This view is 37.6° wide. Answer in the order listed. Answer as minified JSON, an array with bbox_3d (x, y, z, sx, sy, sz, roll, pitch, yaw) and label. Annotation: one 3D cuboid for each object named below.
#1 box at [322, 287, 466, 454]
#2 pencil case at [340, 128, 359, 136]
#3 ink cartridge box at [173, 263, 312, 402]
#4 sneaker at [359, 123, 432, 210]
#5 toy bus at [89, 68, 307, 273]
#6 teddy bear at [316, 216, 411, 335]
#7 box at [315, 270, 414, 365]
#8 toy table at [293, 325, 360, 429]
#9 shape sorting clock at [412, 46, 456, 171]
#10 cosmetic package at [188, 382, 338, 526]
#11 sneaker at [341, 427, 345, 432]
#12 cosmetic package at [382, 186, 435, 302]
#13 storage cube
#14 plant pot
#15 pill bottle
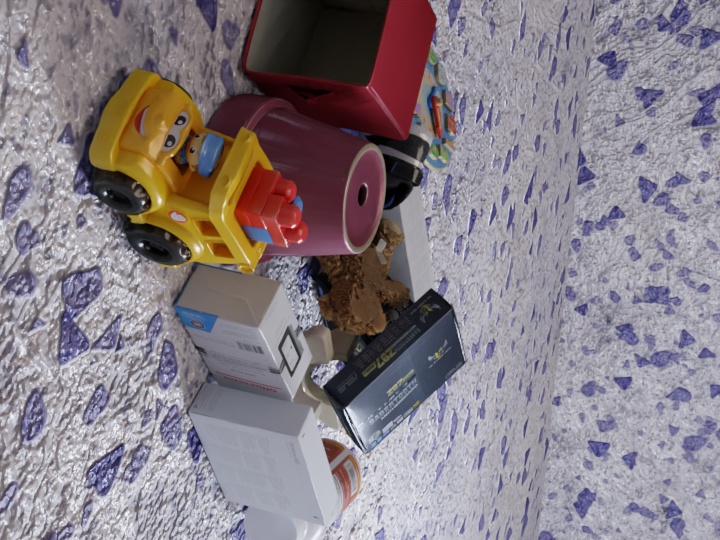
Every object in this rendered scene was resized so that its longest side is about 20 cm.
[{"bbox_3d":[0.051,0.138,1.421,0.200,0.051,0.158,-41,148,-14],"label":"box"},{"bbox_3d":[-0.036,-0.188,1.426,0.078,0.086,0.203,40,62,-62],"label":"pencil case"},{"bbox_3d":[-0.132,0.086,1.269,0.201,0.114,0.068,73,36,-51],"label":"ink cartridge box"},{"bbox_3d":[0.011,-0.138,1.459,0.072,0.199,0.113,26,75,-31],"label":"sneaker"},{"bbox_3d":[-0.146,-0.087,1.050,0.137,0.189,0.201,-66,154,-26],"label":"toy bus"},{"bbox_3d":[0.000,0.000,1.412,0.143,0.067,0.203,13,61,-33],"label":"teddy bear"},{"bbox_3d":[0.022,0.093,1.551,0.086,0.164,0.201,-33,149,-17],"label":"box"},{"bbox_3d":[-0.086,0.133,1.410,0.201,0.115,0.186,72,35,-53],"label":"toy table"},{"bbox_3d":[0.103,-0.249,1.575,0.200,0.039,0.204,-7,90,-69],"label":"shape sorting clock"},{"bbox_3d":[-0.118,0.233,1.328,0.202,0.149,0.052,79,31,-45],"label":"cosmetic package"},{"bbox_3d":[0.033,0.206,1.804,0.074,0.076,0.201,77,30,-43],"label":"sneaker"},{"bbox_3d":[0.066,-0.031,1.581,0.083,0.050,0.203,-45,132,-52],"label":"cosmetic package"},{"bbox_3d":[-0.021,-0.281,1.306,0.180,0.168,0.203,37,65,-68],"label":"storage cube"},{"bbox_3d":[-0.073,-0.098,1.246,0.200,0.176,0.203,11,90,-68],"label":"plant pot"},{"bbox_3d":[-0.083,0.326,1.514,0.200,0.111,0.114,-29,127,-63],"label":"pill bottle"}]
